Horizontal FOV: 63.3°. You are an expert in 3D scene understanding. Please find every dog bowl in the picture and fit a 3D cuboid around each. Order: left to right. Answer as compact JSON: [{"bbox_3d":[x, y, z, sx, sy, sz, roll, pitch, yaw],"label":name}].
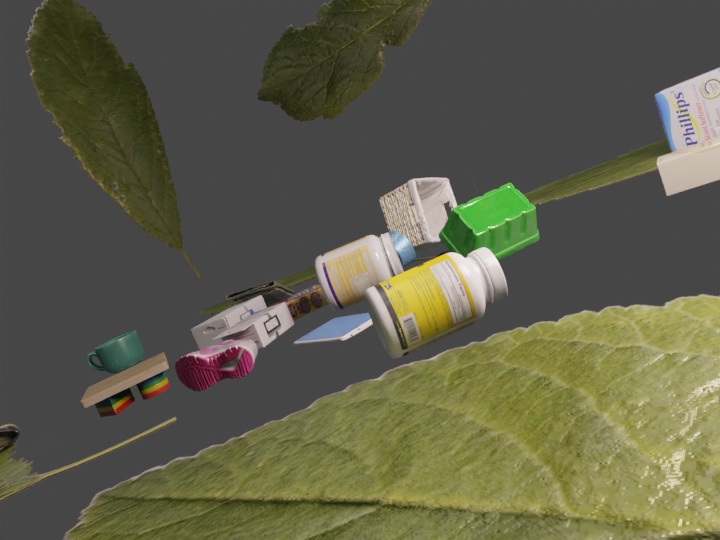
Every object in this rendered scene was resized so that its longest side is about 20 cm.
[{"bbox_3d":[0.085,-0.052,1.769,0.049,0.112,0.199,-39,14,-27],"label":"dog bowl"}]

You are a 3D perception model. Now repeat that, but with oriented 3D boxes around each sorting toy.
[{"bbox_3d":[-0.553,0.283,1.408,0.197,0.071,0.198,-25,7,-19],"label":"sorting toy"}]

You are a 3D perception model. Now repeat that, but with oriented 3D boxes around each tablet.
[{"bbox_3d":[-0.045,0.122,1.217,0.129,0.014,0.199,-28,8,-36],"label":"tablet"}]

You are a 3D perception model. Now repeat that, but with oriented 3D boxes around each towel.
[{"bbox_3d":[-0.303,0.095,1.867,0.189,0.035,0.200,-16,-24,21],"label":"towel"}]

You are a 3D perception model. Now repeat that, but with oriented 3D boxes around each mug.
[{"bbox_3d":[-0.867,0.304,2.101,0.183,0.116,0.152,-19,8,32],"label":"mug"}]

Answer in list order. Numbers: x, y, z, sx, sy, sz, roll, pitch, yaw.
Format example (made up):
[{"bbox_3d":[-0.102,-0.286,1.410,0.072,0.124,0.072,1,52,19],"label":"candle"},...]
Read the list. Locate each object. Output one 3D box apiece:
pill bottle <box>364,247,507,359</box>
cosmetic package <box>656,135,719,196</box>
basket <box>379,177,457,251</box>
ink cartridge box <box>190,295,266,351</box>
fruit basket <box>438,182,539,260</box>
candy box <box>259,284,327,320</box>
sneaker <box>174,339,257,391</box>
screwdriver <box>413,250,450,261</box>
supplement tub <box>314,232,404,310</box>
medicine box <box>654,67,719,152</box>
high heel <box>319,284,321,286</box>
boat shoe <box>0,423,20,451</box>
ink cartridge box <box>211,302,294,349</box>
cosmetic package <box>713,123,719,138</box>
[{"bbox_3d":[0.113,0.043,0.876,0.197,0.114,0.112,-23,7,-7],"label":"pill bottle"},{"bbox_3d":[0.705,-0.222,1.162,0.197,0.074,0.103,-18,8,31],"label":"cosmetic package"},{"bbox_3d":[0.189,-0.166,1.809,0.159,0.202,0.198,-21,-7,41],"label":"basket"},{"bbox_3d":[-0.380,0.160,1.727,0.143,0.089,0.200,-20,5,26],"label":"ink cartridge box"},{"bbox_3d":[0.281,-0.076,1.314,0.213,0.156,0.218,-23,-37,-18],"label":"fruit basket"},{"bbox_3d":[-0.189,0.105,1.654,0.198,0.057,0.116,-26,7,-18],"label":"candy box"},{"bbox_3d":[-0.298,0.196,1.237,0.196,0.083,0.088,-12,8,17],"label":"sneaker"},{"bbox_3d":[0.200,-0.033,1.574,0.029,0.029,0.199,8,-7,-22],"label":"screwdriver"},{"bbox_3d":[0.000,0.000,1.454,0.197,0.148,0.145,-21,7,7],"label":"supplement tub"},{"bbox_3d":[0.940,-0.438,1.596,0.198,0.185,0.102,-16,8,42],"label":"medicine box"},{"bbox_3d":[-0.025,0.017,1.724,0.197,0.069,0.096,-21,-5,-11],"label":"high heel"},{"bbox_3d":[-0.975,0.450,1.487,0.198,0.074,0.064,-28,4,-38],"label":"boat shoe"},{"bbox_3d":[-0.267,0.155,1.464,0.114,0.069,0.200,-19,7,26],"label":"ink cartridge box"},{"bbox_3d":[0.852,-0.295,1.199,0.198,0.086,0.107,-19,5,41],"label":"cosmetic package"}]
